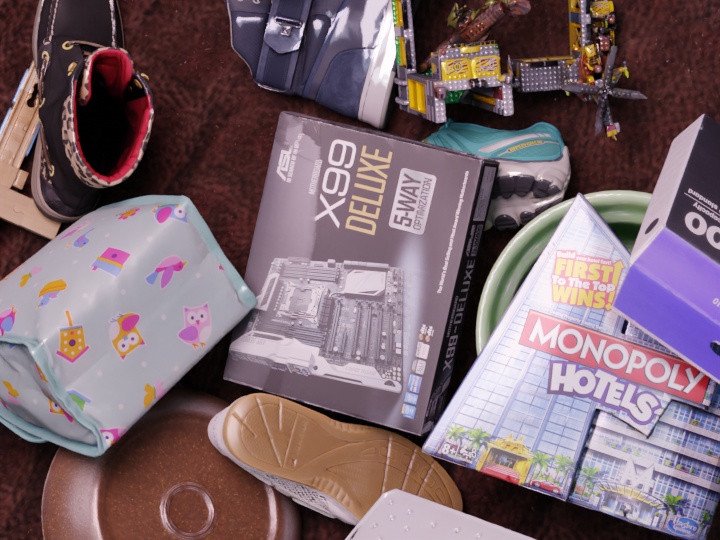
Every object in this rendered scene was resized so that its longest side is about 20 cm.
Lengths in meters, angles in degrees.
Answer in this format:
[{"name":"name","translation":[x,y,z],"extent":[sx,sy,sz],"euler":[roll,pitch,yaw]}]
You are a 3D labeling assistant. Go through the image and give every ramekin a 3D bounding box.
[{"name":"ramekin","translation":[0.186,0.049,1.513],"extent":[0.199,0.098,0.201],"euler":[-1,83,9]}]

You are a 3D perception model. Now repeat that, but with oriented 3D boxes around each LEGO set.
[{"name":"LEGO set","translation":[0.107,-0.175,1.508],"extent":[0.199,0.116,0.155],"euler":[2,100,-15]}]

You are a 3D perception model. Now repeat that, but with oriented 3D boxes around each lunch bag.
[{"name":"lunch bag","translation":[-0.199,0.034,1.517],"extent":[0.170,0.200,0.122],"euler":[-45,116,-25]}]

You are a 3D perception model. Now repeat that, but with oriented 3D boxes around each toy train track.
[{"name":"toy train track","translation":[-0.270,-0.094,1.628],"extent":[0.114,0.033,0.201],"euler":[25,78,-16]}]

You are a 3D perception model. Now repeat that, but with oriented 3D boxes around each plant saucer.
[{"name":"plant saucer","translation":[-0.128,0.176,1.524],"extent":[0.200,0.037,0.201],"euler":[8,69,-22]}]

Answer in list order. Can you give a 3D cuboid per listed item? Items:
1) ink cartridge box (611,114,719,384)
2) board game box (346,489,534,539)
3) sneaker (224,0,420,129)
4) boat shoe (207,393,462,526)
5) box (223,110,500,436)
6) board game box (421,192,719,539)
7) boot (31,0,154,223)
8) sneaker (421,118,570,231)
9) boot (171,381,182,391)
[{"name":"ink cartridge box","translation":[0.278,0.011,1.420],"extent":[0.198,0.200,0.043],"euler":[34,133,-5]},{"name":"board game box","translation":[0.031,0.248,1.400],"extent":[0.200,0.026,0.200],"euler":[14,56,47]},{"name":"sneaker","translation":[-0.023,-0.223,1.588],"extent":[0.146,0.077,0.203],"euler":[17,87,7]},{"name":"boat shoe","translation":[-0.019,0.142,1.535],"extent":[0.200,0.069,0.071],"euler":[28,73,-20]},{"name":"box","translation":[0.000,0.000,1.509],"extent":[0.157,0.050,0.201],"euler":[15,97,18]},{"name":"board game box","translation":[0.167,0.060,1.433],"extent":[0.199,0.062,0.201],"euler":[17,87,10]},{"name":"boot","translation":[-0.198,-0.141,1.561],"extent":[0.073,0.151,0.201],"euler":[9,83,-19]},{"name":"sneaker","translation":[0.058,-0.069,1.571],"extent":[0.199,0.078,0.080],"euler":[-3,49,14]},{"name":"boot","translation":[-0.145,0.158,1.567],"extent":[0.075,0.074,0.201],"euler":[-20,78,-1]}]
